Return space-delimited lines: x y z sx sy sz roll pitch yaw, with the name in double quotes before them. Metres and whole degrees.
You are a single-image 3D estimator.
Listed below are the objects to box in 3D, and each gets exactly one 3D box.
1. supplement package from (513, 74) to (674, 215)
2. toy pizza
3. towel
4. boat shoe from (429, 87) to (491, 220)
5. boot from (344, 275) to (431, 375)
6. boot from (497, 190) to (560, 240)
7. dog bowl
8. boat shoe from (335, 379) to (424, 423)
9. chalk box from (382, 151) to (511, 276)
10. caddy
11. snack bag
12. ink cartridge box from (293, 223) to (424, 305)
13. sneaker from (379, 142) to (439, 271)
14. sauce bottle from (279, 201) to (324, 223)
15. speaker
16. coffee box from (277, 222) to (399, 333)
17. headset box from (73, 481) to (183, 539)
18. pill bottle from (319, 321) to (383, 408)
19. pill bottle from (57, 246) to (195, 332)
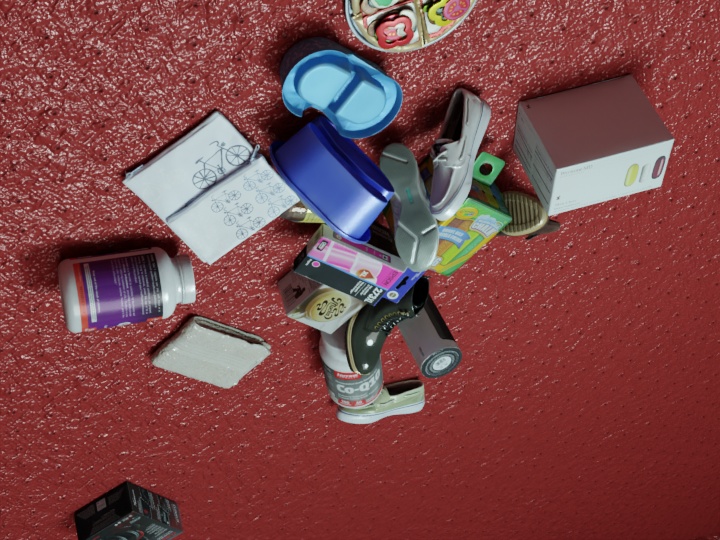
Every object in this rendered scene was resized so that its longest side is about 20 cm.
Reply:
"supplement package" 0.365 -0.200 1.698 0.198 0.157 0.111 -15 144 -8
"toy pizza" 0.076 -0.368 1.437 0.198 0.032 0.201 -14 144 -11
"towel" -0.265 0.151 1.927 0.132 0.035 0.199 -41 140 24
"boat shoe" 0.134 -0.177 1.613 0.065 0.202 0.073 27 162 -35
"boot" 0.048 0.089 1.838 0.077 0.138 0.202 6 94 -39
"boot" 0.284 -0.090 1.812 0.165 0.073 0.199 4 179 -37
"dog bowl" -0.031 -0.258 1.502 0.199 0.050 0.112 19 123 -42
"boat shoe" 0.042 0.266 2.222 0.198 0.072 0.063 -9 118 -24
"chalk box" 0.153 -0.108 1.733 0.124 0.125 0.200 18 129 -42
"caddy" -0.045 -0.128 1.556 0.200 0.141 0.105 45 111 -4
"snack bag" -0.216 -0.119 1.569 0.188 0.021 0.200 -32 126 13
"ink cartridge box" 0.000 0.000 1.725 0.198 0.037 0.095 22 132 -23
"sneaker" 0.081 -0.099 1.663 0.070 0.203 0.080 -11 -175 9
"sauce bottle" -0.088 -0.107 1.662 0.198 0.066 0.066 3 138 -22
"speaker" 0.104 0.090 1.899 0.080 0.201 0.082 -16 140 -14
"coffee box" -0.030 0.008 1.824 0.200 0.080 0.113 -40 138 24
"headset box" -0.484 0.539 2.277 0.148 0.075 0.200 -31 143 12
"pill bottle" -0.018 0.162 2.000 0.113 0.115 0.201 -17 144 -6
"pill bottle" -0.359 0.027 1.649 0.198 0.113 0.113 -8 142 -17
